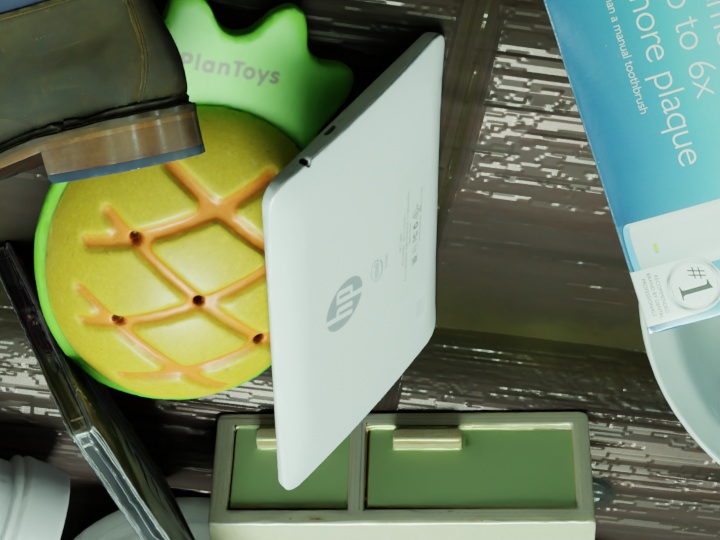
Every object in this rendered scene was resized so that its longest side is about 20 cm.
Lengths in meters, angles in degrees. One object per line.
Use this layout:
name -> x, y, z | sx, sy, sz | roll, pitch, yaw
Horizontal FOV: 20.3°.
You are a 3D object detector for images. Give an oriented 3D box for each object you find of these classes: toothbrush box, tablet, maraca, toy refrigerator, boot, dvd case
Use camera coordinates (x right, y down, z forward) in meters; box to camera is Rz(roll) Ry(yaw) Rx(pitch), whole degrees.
toothbrush box -> 0.194, -0.075, 0.808 | 0.200, 0.085, 0.147 | -16, 96, 17
tablet -> 0.000, 0.000, 0.918 | 0.014, 0.130, 0.200 | 26, 142, 24
maraca -> -0.074, -0.029, 0.901 | 0.137, 0.107, 0.200 | 6, 116, -18
toy refrigerator -> 0.023, 0.122, 1.070 | 0.200, 0.076, 0.070 | -1, 136, 3
boot -> -0.156, -0.084, 0.837 | 0.200, 0.075, 0.097 | -5, 99, 29
dvd case -> -0.117, 0.095, 1.002 | 0.016, 0.149, 0.200 | -30, 133, -5

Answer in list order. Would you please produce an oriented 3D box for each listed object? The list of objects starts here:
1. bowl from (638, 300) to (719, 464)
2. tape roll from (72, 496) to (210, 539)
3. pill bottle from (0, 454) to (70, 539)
bowl -> 0.230, 0.004, 0.903 | 0.201, 0.090, 0.202 | 3, 100, 17
tape roll -> -0.096, 0.245, 1.112 | 0.202, 0.203, 0.139 | 13, 134, -11
pill bottle -> -0.259, 0.114, 1.046 | 0.200, 0.112, 0.112 | 20, 133, -18
